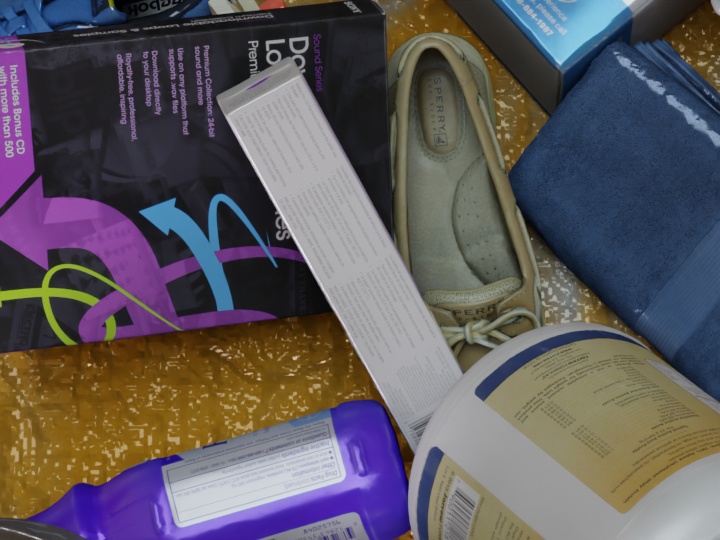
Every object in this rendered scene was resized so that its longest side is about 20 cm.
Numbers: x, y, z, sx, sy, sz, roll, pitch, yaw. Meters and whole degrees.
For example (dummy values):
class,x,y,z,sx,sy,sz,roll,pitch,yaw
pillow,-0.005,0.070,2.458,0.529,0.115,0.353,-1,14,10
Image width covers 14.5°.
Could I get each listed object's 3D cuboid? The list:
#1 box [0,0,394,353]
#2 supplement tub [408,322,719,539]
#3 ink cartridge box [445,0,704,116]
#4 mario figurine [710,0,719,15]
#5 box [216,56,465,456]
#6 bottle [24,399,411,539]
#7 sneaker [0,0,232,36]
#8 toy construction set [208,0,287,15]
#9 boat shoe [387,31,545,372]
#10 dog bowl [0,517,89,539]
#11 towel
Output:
class,x,y,z,sx,sy,sz,roll,pitch,yaw
box,-0.083,-0.043,1.287,0.199,0.036,0.143,-8,110,-14
supplement tub,0.126,0.123,1.223,0.144,0.145,0.200,-40,38,-8
ink cartridge box,0.125,-0.196,1.384,0.200,0.084,0.145,-39,76,-8
mario figurine,0.213,-0.076,1.289,0.123,0.200,0.106,10,75,5
box,0.000,0.000,1.276,0.041,0.039,0.200,-30,109,0
bottle,-0.075,0.116,1.308,0.199,0.084,0.065,-16,75,2
sneaker,-0.154,-0.120,1.379,0.200,0.078,0.066,-17,77,-1
toy construction set,-0.103,-0.051,1.348,0.200,0.092,0.131,-34,89,7
boat shoe,0.046,-0.012,1.326,0.073,0.063,0.201,-6,95,4
dog bowl,-0.163,0.202,1.266,0.199,0.059,0.201,2,100,11
towel,0.167,-0.009,1.339,0.200,0.049,0.112,45,112,12
